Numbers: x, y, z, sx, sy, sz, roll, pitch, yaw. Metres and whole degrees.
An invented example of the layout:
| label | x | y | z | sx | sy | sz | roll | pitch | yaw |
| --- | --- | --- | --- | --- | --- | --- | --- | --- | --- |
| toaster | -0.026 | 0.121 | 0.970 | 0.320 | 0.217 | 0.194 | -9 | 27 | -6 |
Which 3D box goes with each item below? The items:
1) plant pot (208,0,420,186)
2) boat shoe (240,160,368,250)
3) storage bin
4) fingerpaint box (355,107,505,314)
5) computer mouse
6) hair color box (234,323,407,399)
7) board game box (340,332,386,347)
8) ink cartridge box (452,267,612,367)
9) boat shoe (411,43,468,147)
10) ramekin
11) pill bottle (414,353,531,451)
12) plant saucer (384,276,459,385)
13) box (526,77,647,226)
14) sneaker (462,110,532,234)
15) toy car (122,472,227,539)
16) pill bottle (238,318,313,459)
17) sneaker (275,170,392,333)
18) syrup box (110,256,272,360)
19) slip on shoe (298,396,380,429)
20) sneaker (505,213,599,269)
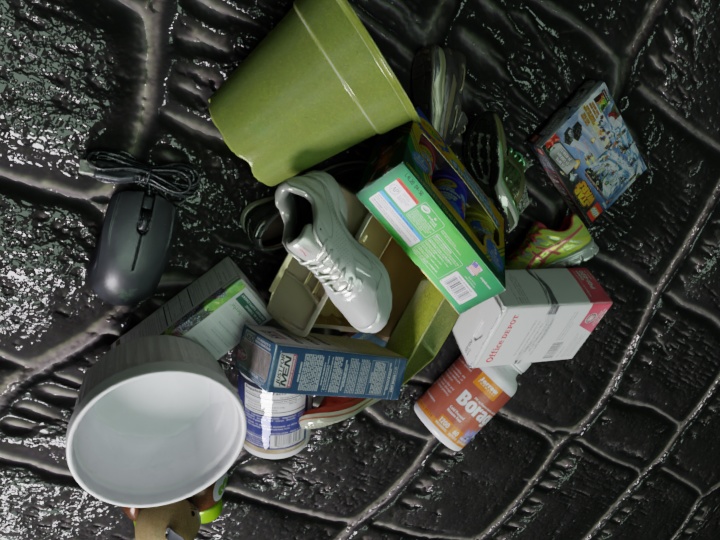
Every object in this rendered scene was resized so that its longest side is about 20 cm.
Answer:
| label | x | y | z | sx | sy | sz | roll | pitch | yaw |
| --- | --- | --- | --- | --- | --- | --- | --- | --- | --- |
| plant pot | -0.063 | -0.197 | 0.697 | 0.189 | 0.200 | 0.200 | -35 | 126 | 9 |
| boat shoe | -0.058 | -0.084 | 0.818 | 0.199 | 0.068 | 0.072 | -26 | 122 | -13 |
| storage bin | 0.000 | 0.000 | 0.832 | 0.200 | 0.094 | 0.199 | 11 | 111 | -54 |
| fingerpaint box | 0.096 | -0.077 | 0.753 | 0.073 | 0.167 | 0.200 | -31 | 112 | 28 |
| computer mouse | -0.278 | -0.038 | 0.744 | 0.138 | 0.053 | 0.201 | 7 | 112 | -29 |
| hair color box | -0.049 | 0.119 | 0.790 | 0.199 | 0.100 | 0.061 | 12 | 92 | -35 |
| board game box | 0.053 | 0.102 | 0.998 | 0.199 | 0.019 | 0.103 | -33 | 127 | -7 |
| ink cartridge box | 0.264 | 0.074 | 0.965 | 0.199 | 0.085 | 0.146 | -3 | 136 | -22 |
| boat shoe | 0.111 | -0.200 | 0.833 | 0.073 | 0.075 | 0.201 | -9 | 120 | -21 |
| ramekin | -0.245 | 0.174 | 0.742 | 0.199 | 0.105 | 0.201 | -10 | 120 | -18 |
| pill bottle | 0.197 | 0.204 | 1.063 | 0.200 | 0.112 | 0.112 | -48 | 125 | 4 |
| plant saucer | 0.104 | 0.068 | 0.910 | 0.199 | 0.048 | 0.201 | -20 | 141 | -62 |
| box | 0.367 | -0.185 | 0.984 | 0.137 | 0.040 | 0.200 | -46 | 125 | 1 |
| sneaker | 0.214 | -0.156 | 0.918 | 0.088 | 0.077 | 0.201 | -37 | 132 | -19 |
| toy car | -0.255 | 0.351 | 0.870 | 0.157 | 0.200 | 0.165 | -9 | 120 | -21 |
| pill bottle | -0.122 | 0.161 | 0.889 | 0.110 | 0.111 | 0.201 | -6 | 118 | -23 |
| sneaker | -0.040 | -0.015 | 0.674 | 0.078 | 0.201 | 0.099 | -34 | 172 | 28 |
| syrup box | -0.225 | 0.081 | 0.815 | 0.200 | 0.081 | 0.079 | -38 | 125 | -5 |
| slip on shoe | -0.025 | 0.187 | 0.916 | 0.200 | 0.074 | 0.062 | -16 | 83 | -54 |
| sneaker | 0.288 | -0.032 | 1.016 | 0.199 | 0.078 | 0.091 | -24 | 98 | -6 |
